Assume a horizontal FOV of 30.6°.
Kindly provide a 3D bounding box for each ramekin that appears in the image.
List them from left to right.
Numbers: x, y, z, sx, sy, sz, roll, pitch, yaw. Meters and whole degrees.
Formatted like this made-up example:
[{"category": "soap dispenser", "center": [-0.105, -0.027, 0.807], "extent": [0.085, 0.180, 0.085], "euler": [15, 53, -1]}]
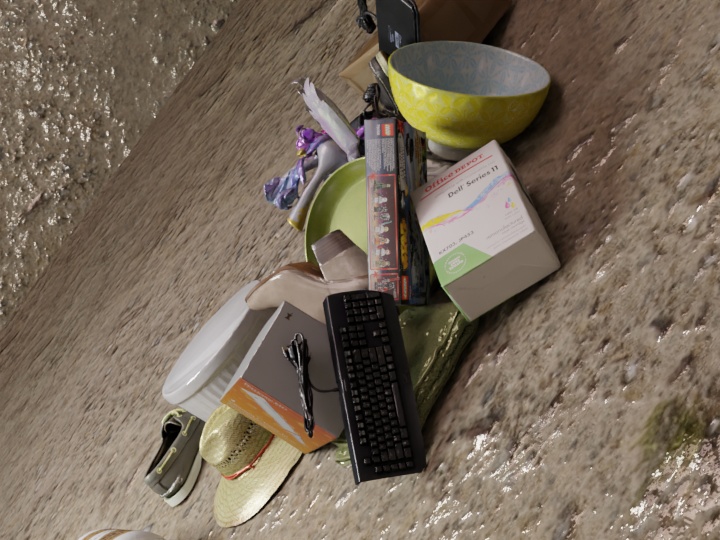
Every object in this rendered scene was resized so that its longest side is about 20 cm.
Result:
[{"category": "ramekin", "center": [-0.165, 0.118, 1.746], "extent": [0.202, 0.094, 0.203], "euler": [-45, 13, 13]}]

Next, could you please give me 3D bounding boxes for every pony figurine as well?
[{"category": "pony figurine", "center": [-0.031, -0.145, 1.669], "extent": [0.201, 0.192, 0.167], "euler": [-50, 14, 9]}]

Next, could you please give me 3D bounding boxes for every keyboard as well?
[{"category": "keyboard", "center": [-0.010, 0.117, 1.339], "extent": [0.021, 0.125, 0.202], "euler": [89, 170, -66]}, {"category": "keyboard", "center": [0.037, -0.321, 1.715], "extent": [0.021, 0.127, 0.201], "euler": [-40, -20, -15]}]

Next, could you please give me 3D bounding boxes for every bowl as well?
[{"category": "bowl", "center": [0.127, -0.199, 1.614], "extent": [0.201, 0.197, 0.109], "euler": [-97, 11, -61]}]

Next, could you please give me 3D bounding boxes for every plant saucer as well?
[{"category": "plant saucer", "center": [0.020, -0.036, 1.585], "extent": [0.198, 0.031, 0.203], "euler": [0, 90, 34]}]

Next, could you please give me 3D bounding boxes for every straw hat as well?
[{"category": "straw hat", "center": [-0.148, 0.206, 1.614], "extent": [0.201, 0.085, 0.202], "euler": [-42, 24, 23]}]

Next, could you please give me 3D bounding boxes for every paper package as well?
[{"category": "paper package", "center": [0.094, -0.333, 1.894], "extent": [0.190, 0.104, 0.201], "euler": [-30, 18, 48]}]

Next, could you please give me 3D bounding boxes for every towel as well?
[{"category": "towel", "center": [0.046, 0.122, 1.418], "extent": [0.148, 0.036, 0.201], "euler": [-10, 48, 62]}]

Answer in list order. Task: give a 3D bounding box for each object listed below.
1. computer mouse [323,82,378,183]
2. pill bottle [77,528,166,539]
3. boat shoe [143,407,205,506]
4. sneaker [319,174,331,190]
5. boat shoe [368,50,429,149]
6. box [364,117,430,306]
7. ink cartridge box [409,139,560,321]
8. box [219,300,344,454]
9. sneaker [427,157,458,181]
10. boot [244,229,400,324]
[{"category": "computer mouse", "center": [0.015, -0.174, 1.844], "extent": [0.201, 0.137, 0.053], "euler": [-54, 38, 24]}, {"category": "pill bottle", "center": [-0.276, 0.371, 1.580], "extent": [0.199, 0.114, 0.115], "euler": [-15, 42, 57]}, {"category": "boat shoe", "center": [-0.245, 0.227, 1.815], "extent": [0.072, 0.060, 0.203], "euler": [-35, 27, 37]}, {"category": "sneaker", "center": [-0.031, -0.080, 1.807], "extent": [0.199, 0.099, 0.071], "euler": [-32, 30, 44]}, {"category": "boat shoe", "center": [0.048, -0.210, 1.730], "extent": [0.065, 0.201, 0.072], "euler": [-29, 58, 8]}, {"category": "box", "center": [0.042, -0.061, 1.469], "extent": [0.137, 0.039, 0.203], "euler": [5, -97, -74]}, {"category": "ink cartridge box", "center": [0.125, -0.057, 1.405], "extent": [0.116, 0.067, 0.201], "euler": [-32, 40, 13]}, {"category": "box", "center": [-0.071, 0.124, 1.460], "extent": [0.098, 0.124, 0.200], "euler": [-59, 4, -17]}, {"category": "sneaker", "center": [0.119, -0.087, 1.583], "extent": [0.200, 0.074, 0.083], "euler": [-154, 68, -64]}, {"category": "boot", "center": [-0.042, 0.051, 1.573], "extent": [0.199, 0.147, 0.070], "euler": [-36, -10, 39]}]
